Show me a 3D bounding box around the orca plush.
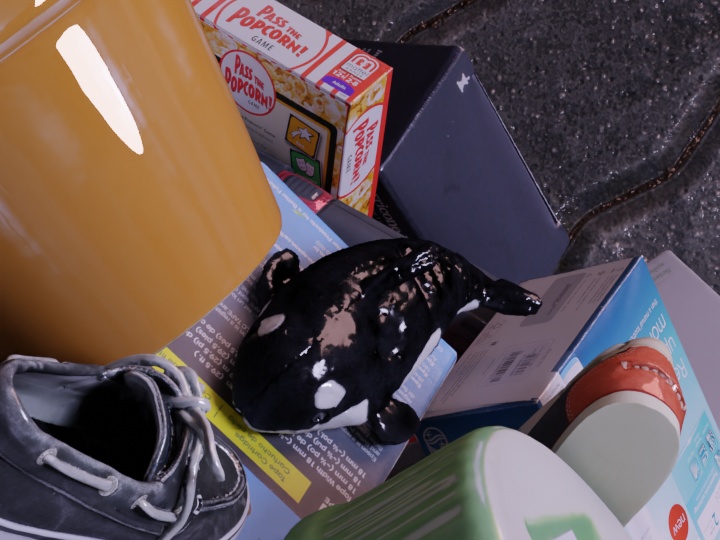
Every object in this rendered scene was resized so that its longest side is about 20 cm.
[{"bbox_3d":[0.024,0.019,0.802,0.199,0.071,0.106,-5,63,-45],"label":"orca plush"}]

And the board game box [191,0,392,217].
[{"bbox_3d":[-0.061,-0.078,1.094,0.151,0.046,0.201,33,-38,20],"label":"board game box"}]

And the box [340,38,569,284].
[{"bbox_3d":[0.013,-0.056,1.220,0.199,0.118,0.197,10,-34,43],"label":"box"}]

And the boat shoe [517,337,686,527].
[{"bbox_3d":[0.080,0.112,0.803,0.071,0.200,0.063,32,30,-11],"label":"boat shoe"}]

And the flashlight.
[{"bbox_3d":[0.000,0.000,1.017,0.199,0.068,0.068,31,-8,13],"label":"flashlight"}]

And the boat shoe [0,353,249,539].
[{"bbox_3d":[-0.085,0.065,0.624,0.199,0.068,0.074,26,31,-58],"label":"boat shoe"}]

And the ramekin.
[{"bbox_3d":[0.064,0.161,0.687,0.200,0.097,0.201,46,19,-22],"label":"ramekin"}]

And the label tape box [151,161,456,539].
[{"bbox_3d":[-0.053,0.061,0.804,0.144,0.063,0.200,44,40,-6],"label":"label tape box"}]

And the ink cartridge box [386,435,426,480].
[{"bbox_3d":[0.064,0.122,0.994,0.200,0.044,0.178,31,43,-61],"label":"ink cartridge box"}]

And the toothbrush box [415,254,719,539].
[{"bbox_3d":[0.130,0.119,0.923,0.146,0.085,0.202,-44,115,-47],"label":"toothbrush box"}]

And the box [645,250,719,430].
[{"bbox_3d":[0.213,0.138,1.227,0.172,0.198,0.200,62,-6,-37],"label":"box"}]

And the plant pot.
[{"bbox_3d":[-0.131,-0.058,0.684,0.184,0.199,0.200,54,5,-15],"label":"plant pot"}]
